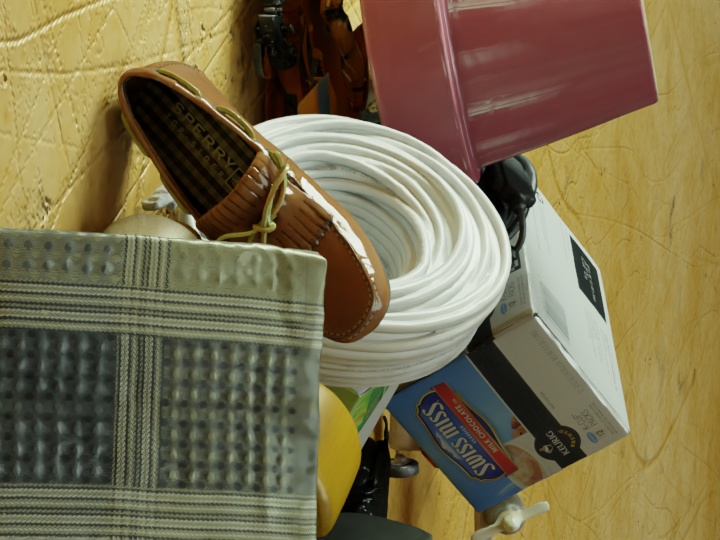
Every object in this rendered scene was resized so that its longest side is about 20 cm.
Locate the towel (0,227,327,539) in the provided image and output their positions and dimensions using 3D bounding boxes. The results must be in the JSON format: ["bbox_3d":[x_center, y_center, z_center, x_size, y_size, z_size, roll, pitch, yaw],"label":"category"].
[{"bbox_3d":[-0.110,0.078,1.327,0.035,0.200,0.193,-10,-104,63],"label":"towel"}]

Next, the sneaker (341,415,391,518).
[{"bbox_3d":[-0.012,0.166,1.849,0.200,0.060,0.104,-25,118,-78],"label":"sneaker"}]

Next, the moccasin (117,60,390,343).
[{"bbox_3d":[-0.061,-0.040,1.443,0.201,0.074,0.078,53,16,12],"label":"moccasin"}]

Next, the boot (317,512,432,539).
[{"bbox_3d":[-0.024,0.256,1.626,0.200,0.069,0.174,-28,127,-55],"label":"boot"}]

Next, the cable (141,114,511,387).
[{"bbox_3d":[-0.013,-0.011,1.558,0.200,0.200,0.069,-43,159,-46],"label":"cable"}]

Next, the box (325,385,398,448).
[{"bbox_3d":[-0.038,0.133,1.624,0.200,0.036,0.144,-62,171,18],"label":"box"}]

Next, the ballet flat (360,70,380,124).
[{"bbox_3d":[0.025,-0.088,1.900,0.200,0.066,0.057,71,-1,-57],"label":"ballet flat"}]

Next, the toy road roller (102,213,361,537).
[{"bbox_3d":[-0.080,0.075,1.424,0.123,0.146,0.200,-65,153,-61],"label":"toy road roller"}]

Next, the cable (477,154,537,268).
[{"bbox_3d":[0.055,-0.021,1.810,0.051,0.163,0.200,41,13,-20],"label":"cable"}]

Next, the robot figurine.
[{"bbox_3d":[-0.028,-0.149,1.731,0.145,0.058,0.200,-61,150,-59],"label":"robot figurine"}]

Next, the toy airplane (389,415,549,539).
[{"bbox_3d":[0.105,0.113,2.090,0.200,0.141,0.199,70,27,-53],"label":"toy airplane"}]

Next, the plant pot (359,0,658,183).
[{"bbox_3d":[0.100,-0.160,1.714,0.200,0.179,0.200,-9,90,-82],"label":"plant pot"}]

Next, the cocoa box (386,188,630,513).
[{"bbox_3d":[0.096,0.045,1.852,0.133,0.131,0.200,50,20,-30],"label":"cocoa box"}]
